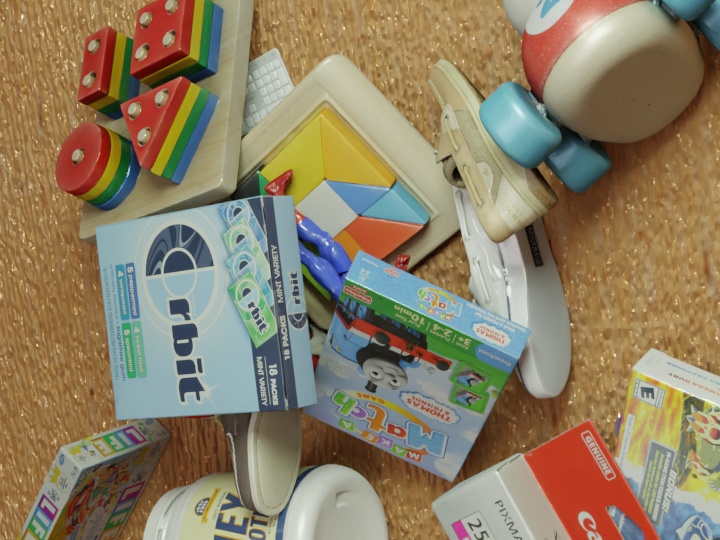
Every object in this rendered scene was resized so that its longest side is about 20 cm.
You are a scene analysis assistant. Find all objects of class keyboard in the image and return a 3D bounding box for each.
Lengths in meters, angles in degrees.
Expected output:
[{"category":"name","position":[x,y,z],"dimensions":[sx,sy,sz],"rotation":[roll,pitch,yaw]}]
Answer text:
[{"category":"keyboard","position":[-0.141,-0.146,1.323],"dimensions":[0.199,0.011,0.057],"rotation":[-23,85,34]}]

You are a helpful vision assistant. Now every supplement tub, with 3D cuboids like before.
[{"category":"supplement tub","position":[-0.089,0.257,1.279],"dimensions":[0.198,0.144,0.147],"rotation":[-9,93,34]}]

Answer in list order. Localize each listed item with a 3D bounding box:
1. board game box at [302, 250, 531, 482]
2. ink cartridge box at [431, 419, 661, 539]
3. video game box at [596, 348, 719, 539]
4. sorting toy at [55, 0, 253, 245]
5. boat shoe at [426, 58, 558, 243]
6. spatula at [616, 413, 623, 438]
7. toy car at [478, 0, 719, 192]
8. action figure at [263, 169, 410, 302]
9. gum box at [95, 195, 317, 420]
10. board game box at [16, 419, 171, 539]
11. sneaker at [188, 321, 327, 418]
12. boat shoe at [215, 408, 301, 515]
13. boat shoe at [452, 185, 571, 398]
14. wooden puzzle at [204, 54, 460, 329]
[{"category":"board game box","position":[0.040,0.085,1.149],"dimensions":[0.150,0.037,0.201],"rotation":[24,142,5]},{"category":"ink cartridge box","position":[0.168,0.243,1.120],"dimensions":[0.173,0.043,0.201],"rotation":[-37,80,47]},{"category":"video game box","position":[0.279,0.185,1.062],"dimensions":[0.181,0.047,0.202],"rotation":[20,121,27]},{"category":"sorting toy","position":[-0.197,-0.147,1.263],"dimensions":[0.198,0.069,0.201],"rotation":[-17,60,39]},{"category":"boat shoe","position":[0.087,-0.099,1.095],"dimensions":[0.064,0.071,0.201],"rotation":[-41,38,13]},{"category":"spatula","position":[0.290,0.129,1.079],"dimensions":[0.198,0.021,0.057],"rotation":[-12,100,33]},{"category":"toy car","position":[0.156,-0.199,1.033],"dimensions":[0.184,0.176,0.201],"rotation":[-43,62,20]},{"category":"action figure","position":[0.000,0.000,1.174],"dimensions":[0.098,0.065,0.201],"rotation":[-24,109,41]},{"category":"gum box","position":[-0.133,0.035,1.163],"dimensions":[0.198,0.044,0.172],"rotation":[-8,88,38]},{"category":"board game box","position":[-0.284,0.247,1.413],"dimensions":[0.034,0.134,0.201],"rotation":[40,118,21]},{"category":"sneaker","position":[-0.120,0.094,1.306],"dimensions":[0.199,0.085,0.078],"rotation":[-23,85,34]},{"category":"boat shoe","position":[-0.094,0.112,1.208],"dimensions":[0.059,0.072,0.203],"rotation":[-8,78,30]},{"category":"boat shoe","position":[0.123,0.009,1.147],"dimensions":[0.065,0.073,0.203],"rotation":[-16,79,38]},{"category":"wooden puzzle","position":[-0.026,-0.060,1.207],"dimensions":[0.185,0.037,0.200],"rotation":[45,120,-9]}]
